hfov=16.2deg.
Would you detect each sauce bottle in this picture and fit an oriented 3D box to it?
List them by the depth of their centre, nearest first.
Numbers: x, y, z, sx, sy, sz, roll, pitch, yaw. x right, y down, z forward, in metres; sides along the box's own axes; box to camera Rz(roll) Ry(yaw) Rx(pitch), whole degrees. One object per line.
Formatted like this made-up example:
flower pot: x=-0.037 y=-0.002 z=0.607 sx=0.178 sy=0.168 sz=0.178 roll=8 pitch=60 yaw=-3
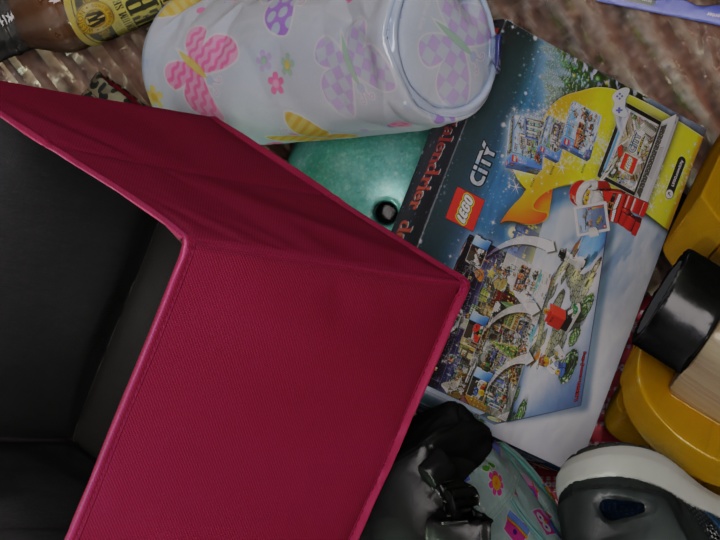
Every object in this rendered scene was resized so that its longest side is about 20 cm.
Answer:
sauce bottle: x=-0.140 y=-0.159 z=1.397 sx=0.199 sy=0.065 sz=0.065 roll=-24 pitch=89 yaw=4

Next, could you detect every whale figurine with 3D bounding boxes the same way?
whale figurine: x=0.000 y=0.000 z=1.371 sx=0.159 sy=0.104 sz=0.201 roll=29 pitch=94 yaw=2

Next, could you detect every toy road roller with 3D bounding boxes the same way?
toy road roller: x=0.204 y=0.028 z=1.331 sx=0.123 sy=0.146 sz=0.200 roll=31 pitch=51 yaw=0

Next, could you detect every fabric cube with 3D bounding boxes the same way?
fabric cube: x=-0.110 y=0.039 z=1.178 sx=0.200 sy=0.199 sz=0.197 roll=32 pitch=106 yaw=36

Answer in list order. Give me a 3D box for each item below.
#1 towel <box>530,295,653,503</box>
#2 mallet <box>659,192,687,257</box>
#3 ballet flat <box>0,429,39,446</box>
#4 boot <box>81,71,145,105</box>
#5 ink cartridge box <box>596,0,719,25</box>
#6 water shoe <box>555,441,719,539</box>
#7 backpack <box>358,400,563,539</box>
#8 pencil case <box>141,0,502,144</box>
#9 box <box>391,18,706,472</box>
towel: x=0.158 y=0.112 z=1.379 sx=0.144 sy=0.022 sz=0.201 roll=0 pitch=74 yaw=0
mallet: x=0.113 y=0.026 z=1.376 sx=0.066 sy=0.041 sz=0.200 roll=30 pitch=76 yaw=3
ballet flat: x=-0.172 y=0.126 z=1.334 sx=0.070 sy=0.200 sz=0.071 roll=-8 pitch=71 yaw=24
boot: x=-0.121 y=0.005 z=1.388 sx=0.203 sy=0.073 sz=0.154 roll=40 pitch=93 yaw=10
ink cartridge box: x=0.205 y=-0.236 z=1.393 sx=0.119 sy=0.042 sz=0.201 roll=12 pitch=93 yaw=3
water shoe: x=0.174 y=0.157 z=1.280 sx=0.200 sy=0.071 sz=0.079 roll=26 pitch=54 yaw=-27
backpack: x=0.054 y=0.176 z=1.276 sx=0.167 sy=0.127 sz=0.200 roll=-31 pitch=99 yaw=37
pencil case: x=-0.024 y=-0.113 z=1.313 sx=0.199 sy=0.083 sz=0.091 roll=-4 pitch=83 yaw=44
box: x=0.086 y=-0.012 z=1.320 sx=0.136 sy=0.038 sz=0.201 roll=26 pitch=81 yaw=-24
